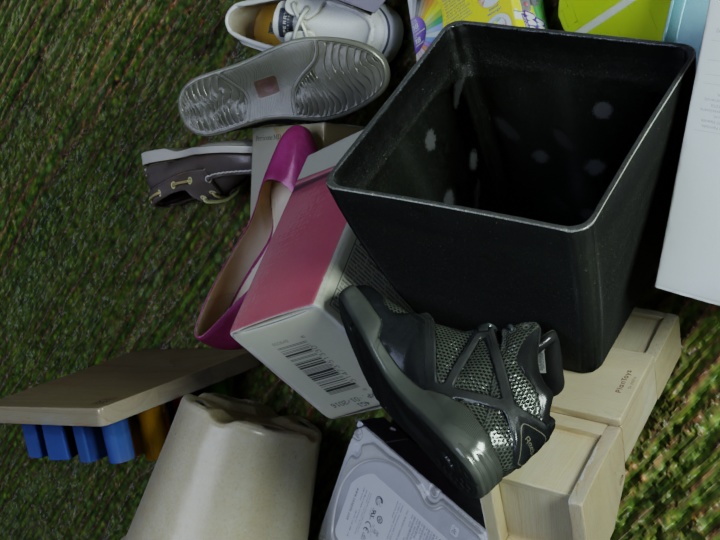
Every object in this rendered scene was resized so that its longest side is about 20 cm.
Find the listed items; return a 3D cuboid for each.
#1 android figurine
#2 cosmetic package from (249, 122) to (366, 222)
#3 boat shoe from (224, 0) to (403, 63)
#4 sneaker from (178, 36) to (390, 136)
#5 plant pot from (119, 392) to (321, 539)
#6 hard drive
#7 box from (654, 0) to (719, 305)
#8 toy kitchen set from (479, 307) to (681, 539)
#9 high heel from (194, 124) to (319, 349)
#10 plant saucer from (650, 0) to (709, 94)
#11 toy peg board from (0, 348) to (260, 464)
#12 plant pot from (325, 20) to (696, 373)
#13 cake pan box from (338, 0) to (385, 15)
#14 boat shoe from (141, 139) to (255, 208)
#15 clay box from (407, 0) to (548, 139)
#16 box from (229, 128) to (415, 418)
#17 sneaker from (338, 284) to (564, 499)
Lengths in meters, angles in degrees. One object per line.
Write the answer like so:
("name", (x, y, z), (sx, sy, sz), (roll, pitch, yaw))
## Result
("android figurine", (0.221, -0.179, 1.141), (0.182, 0.041, 0.201), (-33, 67, 39))
("cosmetic package", (-0.045, -0.032, 1.377), (0.105, 0.071, 0.201), (-1, 88, 45))
("boat shoe", (-0.049, -0.224, 1.388), (0.200, 0.070, 0.071), (18, 101, 44))
("sneaker", (-0.058, -0.174, 1.364), (0.199, 0.106, 0.075), (-7, 102, 20))
("plant pot", (-0.119, 0.216, 1.366), (0.200, 0.200, 0.184), (19, 95, 43))
("hard drive", (0.049, 0.237, 1.292), (0.200, 0.038, 0.140), (37, 118, 38))
("box", (0.289, -0.074, 1.012), (0.097, 0.124, 0.201), (17, 100, 44))
("toy kitchen set", (0.136, 0.144, 1.140), (0.163, 0.200, 0.181), (11, 133, 28))
("high heel", (-0.091, -0.029, 1.304), (0.067, 0.096, 0.201), (24, 105, 41))
("plant saucer", (0.264, -0.218, 1.073), (0.070, 0.019, 0.201), (13, 88, 28))
("toy peg board", (-0.226, 0.150, 1.474), (0.200, 0.199, 0.098), (-5, 101, 44))
("plant pot", (0.122, -0.043, 1.084), (0.199, 0.200, 0.178), (13, 139, 30))
("cake pan box", (0.024, -0.351, 1.311), (0.184, 0.052, 0.201), (-46, 46, 36))
("boat shoe", (-0.148, -0.095, 1.484), (0.200, 0.072, 0.060), (-2, 93, 48))
("clay box", (0.099, -0.192, 1.240), (0.115, 0.047, 0.201), (-30, 56, 42))
("box", (0.000, 0.000, 1.230), (0.109, 0.128, 0.200), (-19, 38, 43))
("sneaker", (0.068, 0.064, 1.058), (0.199, 0.114, 0.076), (43, 156, 43))
